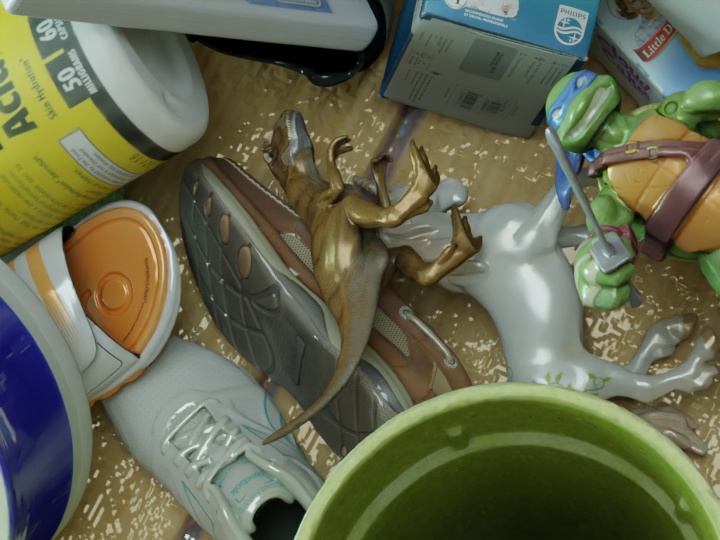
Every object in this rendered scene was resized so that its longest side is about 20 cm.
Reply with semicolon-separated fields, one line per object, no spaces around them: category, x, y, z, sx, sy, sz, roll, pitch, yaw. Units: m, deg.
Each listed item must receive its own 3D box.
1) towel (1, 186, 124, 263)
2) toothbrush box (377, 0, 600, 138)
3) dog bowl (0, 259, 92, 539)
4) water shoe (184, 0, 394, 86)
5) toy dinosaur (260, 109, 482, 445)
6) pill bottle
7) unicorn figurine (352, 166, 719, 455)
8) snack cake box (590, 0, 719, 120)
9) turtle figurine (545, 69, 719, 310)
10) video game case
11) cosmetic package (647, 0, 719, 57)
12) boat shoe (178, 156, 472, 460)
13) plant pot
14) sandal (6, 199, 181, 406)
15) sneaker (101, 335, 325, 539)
towel;-0.191;-0.054;1.459;0.148;0.031;0.201;3;73;7
toothbrush box;0.079;-0.185;1.381;0.085;0.146;0.201;14;76;-4
dog bowl;-0.231;0.073;1.338;0.199;0.079;0.201;11;120;20
water shoe;-0.079;-0.155;1.420;0.199;0.079;0.072;21;116;6
toy dinosaur;0.000;0.000;1.331;0.106;0.060;0.201;-29;42;16
pill bottle;-0.182;-0.065;1.373;0.199;0.111;0.112;-30;71;17
unicorn figurine;0.088;0.006;1.370;0.137;0.074;0.201;-19;70;-1
snack cake box;0.222;-0.141;1.395;0.200;0.067;0.115;-39;73;-4
turtle figurine;0.167;-0.029;1.238;0.194;0.200;0.144;37;55;1
video game case;-0.105;-0.185;1.358;0.199;0.022;0.183;3;49;-35
cosmetic package;0.171;-0.224;1.313;0.151;0.052;0.200;43;69;-17
boat shoe;-0.019;0.017;1.393;0.071;0.076;0.200;-22;59;-31
plant pot;0.077;0.170;1.268;0.199;0.184;0.202;-3;73;8
sandal;-0.174;0.047;1.374;0.206;0.059;0.079;-39;73;15
sneaker;-0.056;0.097;1.365;0.070;0.080;0.200;-45;71;-3
